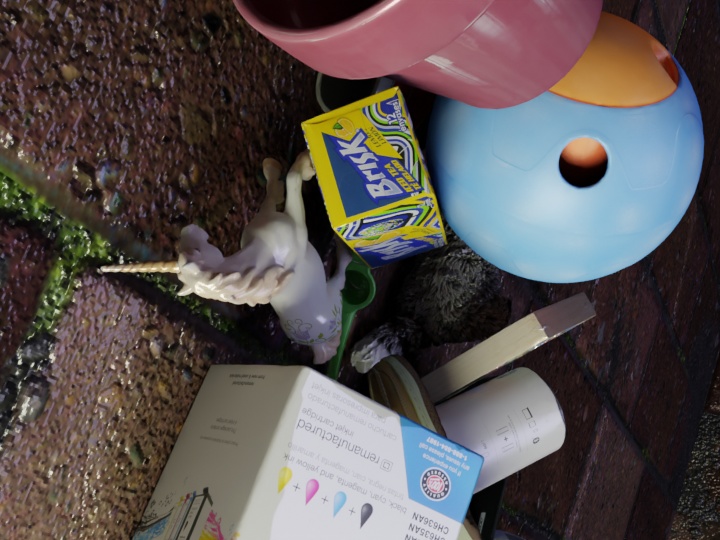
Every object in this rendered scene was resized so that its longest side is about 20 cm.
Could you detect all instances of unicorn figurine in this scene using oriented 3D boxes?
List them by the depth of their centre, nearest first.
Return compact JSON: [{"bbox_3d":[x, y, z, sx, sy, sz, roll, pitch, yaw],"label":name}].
[{"bbox_3d":[-0.054,-0.008,0.659,0.200,0.074,0.138,46,40,-38],"label":"unicorn figurine"}]

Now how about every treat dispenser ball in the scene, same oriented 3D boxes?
[{"bbox_3d":[0.148,-0.091,0.749,0.201,0.200,0.202,-33,129,-53],"label":"treat dispenser ball"}]

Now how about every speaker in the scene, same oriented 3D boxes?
[{"bbox_3d":[0.071,0.154,0.849,0.199,0.081,0.081,-22,124,-25],"label":"speaker"}]

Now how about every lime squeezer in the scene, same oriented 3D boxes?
[{"bbox_3d":[0.000,0.000,0.825,0.071,0.038,0.201,118,-7,-73],"label":"lime squeezer"}]

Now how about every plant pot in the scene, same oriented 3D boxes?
[{"bbox_3d":[0.050,-0.191,0.611,0.179,0.200,0.201,23,81,-47],"label":"plant pot"}]

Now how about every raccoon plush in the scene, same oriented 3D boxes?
[{"bbox_3d":[0.069,-0.003,0.887,0.200,0.096,0.135,-30,119,-54],"label":"raccoon plush"}]

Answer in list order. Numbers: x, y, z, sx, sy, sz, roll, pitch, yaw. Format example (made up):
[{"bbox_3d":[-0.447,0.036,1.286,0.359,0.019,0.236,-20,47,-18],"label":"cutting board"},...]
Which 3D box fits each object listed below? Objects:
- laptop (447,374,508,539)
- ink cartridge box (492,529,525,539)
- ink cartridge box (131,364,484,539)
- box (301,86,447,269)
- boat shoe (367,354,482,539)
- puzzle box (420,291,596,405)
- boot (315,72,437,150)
[{"bbox_3d":[0.121,0.213,1.026,0.200,0.103,0.178,60,43,-55],"label":"laptop"},{"bbox_3d":[0.105,0.331,0.853,0.160,0.047,0.201,79,32,-86],"label":"ink cartridge box"},{"bbox_3d":[-0.047,0.178,0.629,0.147,0.144,0.201,30,71,-26],"label":"ink cartridge box"},{"bbox_3d":[0.015,-0.052,0.674,0.200,0.064,0.070,41,32,-80],"label":"box"},{"bbox_3d":[0.035,0.164,0.755,0.072,0.076,0.201,100,-29,-73],"label":"boat shoe"},{"bbox_3d":[0.102,0.084,0.896,0.133,0.200,0.025,-12,71,-59],"label":"puzzle box"},{"bbox_3d":[0.045,-0.192,0.782,0.144,0.072,0.201,17,94,-62],"label":"boot"}]
